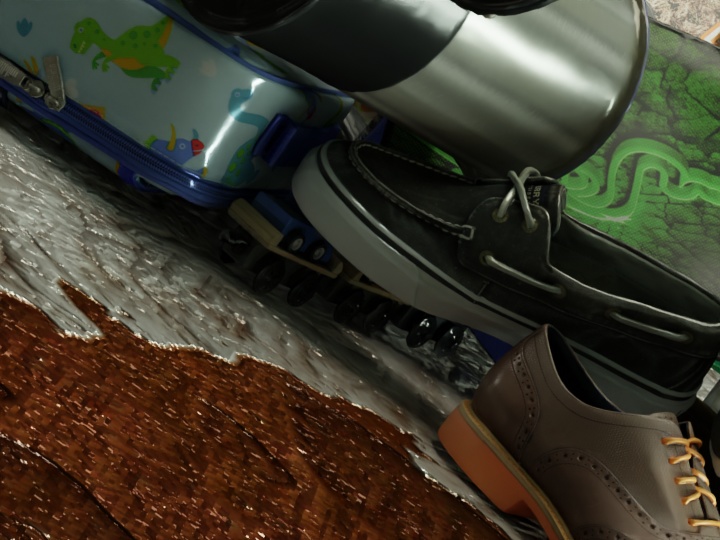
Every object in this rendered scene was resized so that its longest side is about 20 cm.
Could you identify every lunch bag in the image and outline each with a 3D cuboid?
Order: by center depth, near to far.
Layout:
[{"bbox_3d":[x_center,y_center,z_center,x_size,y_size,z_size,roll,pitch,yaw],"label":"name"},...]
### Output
[{"bbox_3d":[-0.091,-0.090,1.314,0.160,0.083,0.200,32,8,10],"label":"lunch bag"}]

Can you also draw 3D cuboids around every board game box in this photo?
[{"bbox_3d":[0.124,-0.058,1.442,0.160,0.200,0.097,53,-29,5],"label":"board game box"}]

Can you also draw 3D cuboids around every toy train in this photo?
[{"bbox_3d":[0.000,0.000,1.328,0.034,0.046,0.200,42,11,31],"label":"toy train"}]

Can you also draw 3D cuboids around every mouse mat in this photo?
[{"bbox_3d":[0.109,-0.057,1.376,0.199,0.161,0.008,21,-26,-11],"label":"mouse mat"}]

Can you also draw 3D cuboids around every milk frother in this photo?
[{"bbox_3d":[0.059,-0.116,1.218,0.188,0.181,0.200,26,22,-44],"label":"milk frother"}]

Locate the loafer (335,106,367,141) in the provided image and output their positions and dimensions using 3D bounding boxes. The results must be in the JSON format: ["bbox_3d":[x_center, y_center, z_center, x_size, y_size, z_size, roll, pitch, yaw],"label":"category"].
[{"bbox_3d":[-0.049,-0.096,1.540,0.070,0.068,0.200,13,20,-45],"label":"loafer"}]

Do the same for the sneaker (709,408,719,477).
[{"bbox_3d":[0.185,0.023,1.256,0.200,0.074,0.085,-49,122,-61],"label":"sneaker"}]

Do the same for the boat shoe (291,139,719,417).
[{"bbox_3d":[0.069,-0.011,1.266,0.200,0.071,0.072,28,32,-7],"label":"boat shoe"}]

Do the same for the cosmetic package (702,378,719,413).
[{"bbox_3d":[0.281,0.056,1.459,0.167,0.200,0.166,38,-12,7],"label":"cosmetic package"}]

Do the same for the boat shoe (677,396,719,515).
[{"bbox_3d":[0.178,0.125,1.280,0.066,0.074,0.200,37,14,-48],"label":"boat shoe"}]

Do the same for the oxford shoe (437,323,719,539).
[{"bbox_3d":[0.117,0.099,1.192,0.200,0.073,0.071,42,12,28],"label":"oxford shoe"}]

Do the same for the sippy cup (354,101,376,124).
[{"bbox_3d":[0.029,-0.087,1.628,0.130,0.178,0.140,29,40,28],"label":"sippy cup"}]
